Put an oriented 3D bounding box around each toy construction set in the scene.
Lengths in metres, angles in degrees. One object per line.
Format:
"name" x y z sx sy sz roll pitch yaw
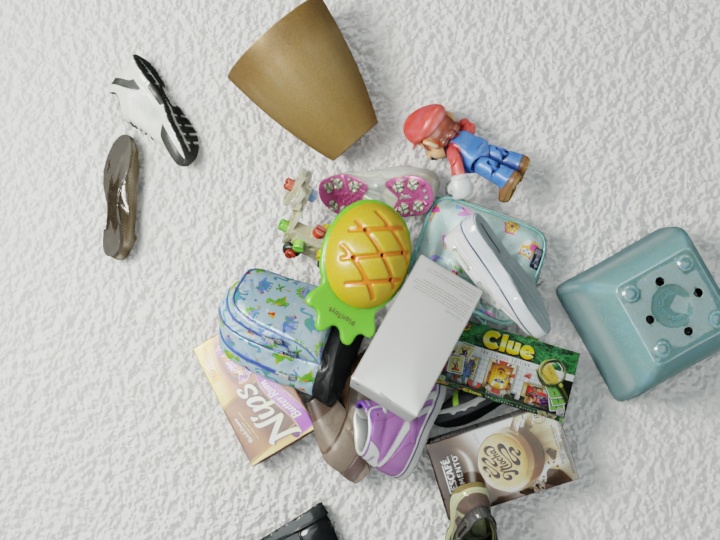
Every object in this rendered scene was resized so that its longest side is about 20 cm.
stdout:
"toy construction set" -0.046 -0.058 1.307 0.199 0.131 0.093 36 54 -13

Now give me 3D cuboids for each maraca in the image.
"maraca" 0.000 0.000 1.207 0.136 0.107 0.203 28 78 -19

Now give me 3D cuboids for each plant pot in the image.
"plant pot" -0.070 -0.274 1.325 0.186 0.186 0.201 -39 96 1
"plant pot" 0.413 0.057 1.219 0.194 0.200 0.198 -29 83 3

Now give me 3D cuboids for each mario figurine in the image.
"mario figurine" 0.151 -0.174 1.319 0.198 0.123 0.107 32 108 10

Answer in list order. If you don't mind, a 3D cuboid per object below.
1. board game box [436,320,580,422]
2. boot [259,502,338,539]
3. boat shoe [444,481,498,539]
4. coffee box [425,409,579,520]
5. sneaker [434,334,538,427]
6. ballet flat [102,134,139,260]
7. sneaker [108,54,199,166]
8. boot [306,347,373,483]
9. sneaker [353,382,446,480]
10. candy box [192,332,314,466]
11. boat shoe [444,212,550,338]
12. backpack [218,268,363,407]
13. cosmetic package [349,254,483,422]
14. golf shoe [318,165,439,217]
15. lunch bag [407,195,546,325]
"board game box" 0.208 0.139 1.257 0.197 0.024 0.106 15 59 14
"boot" -0.096 0.466 1.291 0.198 0.076 0.170 -30 78 -4
"boat shoe" 0.158 0.384 1.225 0.070 0.066 0.204 -8 127 -3
"coffee box" 0.204 0.276 1.278 0.197 0.080 0.115 -19 84 4
"sneaker" 0.186 0.163 1.307 0.198 0.072 0.084 -28 67 -2
"ballet flat" -0.378 -0.116 1.399 0.067 0.046 0.204 -9 76 36
"sneaker" -0.330 -0.244 1.398 0.080 0.074 0.202 -36 77 16
"boot" 0.015 0.212 1.313 0.199 0.070 0.147 -37 97 -17
"sneaker" 0.055 0.188 1.266 0.113 0.072 0.203 32 64 -24
"candy box" -0.159 0.181 1.337 0.115 0.056 0.202 -29 81 1
"boat shoe" 0.195 0.015 1.245 0.066 0.073 0.202 -33 88 32
"backpack" -0.108 0.084 1.253 0.196 0.156 0.164 10 44 19
"cosmetic package" 0.076 0.096 1.215 0.107 0.085 0.202 31 76 4
"golf shoe" 0.032 -0.123 1.347 0.197 0.092 0.077 5 116 26
"lunch bag" 0.177 -0.010 1.311 0.197 0.077 0.163 22 87 7
